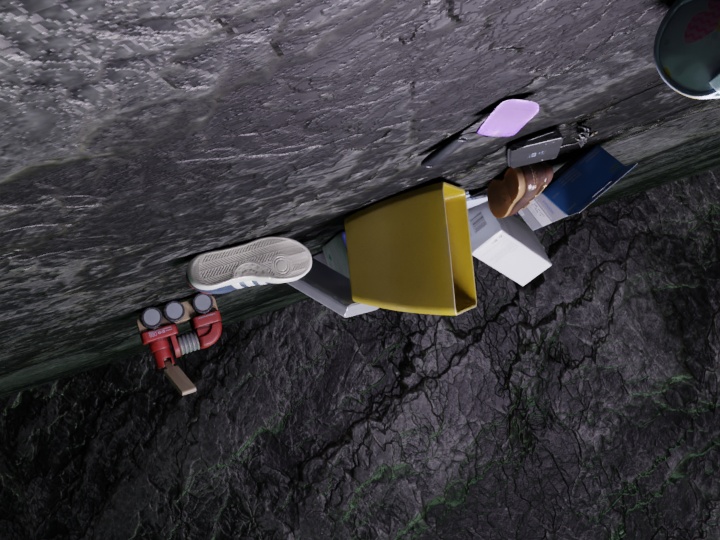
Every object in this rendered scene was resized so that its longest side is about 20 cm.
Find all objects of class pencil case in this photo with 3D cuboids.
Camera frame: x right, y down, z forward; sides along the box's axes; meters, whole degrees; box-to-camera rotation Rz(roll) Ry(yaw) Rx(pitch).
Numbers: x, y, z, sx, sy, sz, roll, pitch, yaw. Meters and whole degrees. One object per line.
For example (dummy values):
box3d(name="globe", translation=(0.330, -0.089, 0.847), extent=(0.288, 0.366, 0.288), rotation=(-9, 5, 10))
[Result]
box3d(name="pencil case", translation=(0.329, -0.193, 0.745), extent=(0.083, 0.092, 0.199), rotation=(-20, 175, 38))

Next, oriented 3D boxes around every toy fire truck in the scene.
box3d(name="toy fire truck", translation=(-0.380, 0.163, 1.835), extent=(0.175, 0.202, 0.129), rotation=(-16, 177, -19))

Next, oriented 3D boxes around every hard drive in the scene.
box3d(name="hard drive", translation=(-0.073, 0.017, 1.464), extent=(0.199, 0.027, 0.132), rotation=(30, -163, 22))

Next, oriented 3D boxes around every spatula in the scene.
box3d(name="spatula", translation=(0.126, -0.149, 0.950), extent=(0.056, 0.021, 0.200), rotation=(-1, 171, -28))

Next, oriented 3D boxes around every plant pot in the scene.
box3d(name="plant pot", translation=(0.080, -0.026, 1.372), extent=(0.175, 0.202, 0.200), rotation=(-7, 180, 17))

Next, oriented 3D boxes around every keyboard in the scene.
box3d(name="keyboard", translation=(0.274, -0.182, 1.220), extent=(0.126, 0.021, 0.200), rotation=(-12, 178, 10))

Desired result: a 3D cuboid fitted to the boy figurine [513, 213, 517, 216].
box3d(name="boy figurine", translation=(0.235, -0.107, 1.799), extent=(0.198, 0.065, 0.124), rotation=(-17, 177, 8))

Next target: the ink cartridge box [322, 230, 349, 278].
box3d(name="ink cartridge box", translation=(0.000, -0.007, 1.592), extent=(0.076, 0.138, 0.200), rotation=(-18, 177, -15))

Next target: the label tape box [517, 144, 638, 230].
box3d(name="label tape box", translation=(0.373, -0.149, 1.476), extent=(0.144, 0.063, 0.200), rotation=(-39, -179, -12))

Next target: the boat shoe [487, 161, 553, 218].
box3d(name="boat shoe", translation=(0.274, -0.138, 1.447), extent=(0.070, 0.071, 0.200), rotation=(-16, 176, -9))

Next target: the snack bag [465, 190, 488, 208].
box3d(name="snack bag", translation=(0.148, -0.116, 1.593), extent=(0.199, 0.022, 0.188), rotation=(-15, 176, -35))

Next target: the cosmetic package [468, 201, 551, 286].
box3d(name="cosmetic package", translation=(0.294, -0.060, 1.721), extent=(0.085, 0.108, 0.199), rotation=(-39, 137, 22))

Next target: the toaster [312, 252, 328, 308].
box3d(name="toaster", translation=(0.000, 0.000, 1.845), extent=(0.199, 0.120, 0.180), rotation=(-21, 174, 42))

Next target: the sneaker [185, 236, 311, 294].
box3d(name="sneaker", translation=(-0.177, -0.006, 1.313), extent=(0.198, 0.076, 0.084), rotation=(-5, 170, -23))
